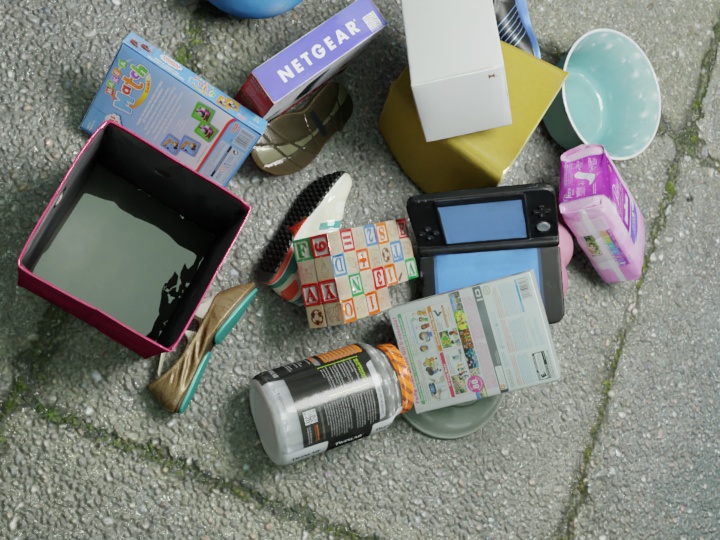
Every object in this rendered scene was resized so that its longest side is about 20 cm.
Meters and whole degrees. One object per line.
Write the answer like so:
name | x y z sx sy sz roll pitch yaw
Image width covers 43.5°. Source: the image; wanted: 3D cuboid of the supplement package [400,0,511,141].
supplement package | 0.119 -0.287 1.151 0.116 0.117 0.202 -10 59 9

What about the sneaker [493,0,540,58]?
sneaker | 0.228 -0.369 1.404 0.077 0.070 0.202 -15 96 2

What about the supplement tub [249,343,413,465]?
supplement tub | -0.037 0.170 1.192 0.198 0.122 0.124 -15 88 -22

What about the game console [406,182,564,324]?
game console | 0.170 -0.015 1.220 0.197 0.176 0.118 -5 56 13

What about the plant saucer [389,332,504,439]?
plant saucer | 0.135 0.141 1.302 0.198 0.050 0.203 3 81 -20

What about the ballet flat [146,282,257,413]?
ballet flat | -0.213 0.087 1.174 0.072 0.068 0.201 30 77 2

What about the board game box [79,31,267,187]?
board game box | -0.240 -0.186 1.151 0.199 0.151 0.037 32 38 -15

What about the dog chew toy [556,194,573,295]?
dog chew toy | 0.258 -0.028 1.340 0.124 0.124 0.202 30 65 -15

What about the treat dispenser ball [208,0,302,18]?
treat dispenser ball | -0.141 -0.437 1.191 0.198 0.201 0.204 3 82 -21

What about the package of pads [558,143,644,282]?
package of pads | 0.365 -0.083 1.355 0.200 0.075 0.122 46 43 -42

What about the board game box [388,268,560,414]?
board game box | 0.152 0.095 1.207 0.198 0.064 0.149 -15 92 15

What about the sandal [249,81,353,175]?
sandal | -0.086 -0.199 1.262 0.200 0.054 0.082 -50 119 -34

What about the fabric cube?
fabric cube | -0.278 -0.028 1.085 0.199 0.199 0.198 32 74 -14

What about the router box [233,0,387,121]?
router box | -0.079 -0.265 1.204 0.200 0.179 0.049 -40 96 -20

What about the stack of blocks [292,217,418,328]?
stack of blocks | 0.000 0.000 1.209 0.199 0.058 0.117 -16 95 -56

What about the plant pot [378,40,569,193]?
plant pot | 0.140 -0.220 1.286 0.199 0.196 0.195 34 72 3

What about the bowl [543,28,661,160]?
bowl | 0.360 -0.262 1.408 0.199 0.105 0.204 3 84 -26

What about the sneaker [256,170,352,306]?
sneaker | -0.059 -0.042 1.251 0.093 0.070 0.201 43 67 -30
